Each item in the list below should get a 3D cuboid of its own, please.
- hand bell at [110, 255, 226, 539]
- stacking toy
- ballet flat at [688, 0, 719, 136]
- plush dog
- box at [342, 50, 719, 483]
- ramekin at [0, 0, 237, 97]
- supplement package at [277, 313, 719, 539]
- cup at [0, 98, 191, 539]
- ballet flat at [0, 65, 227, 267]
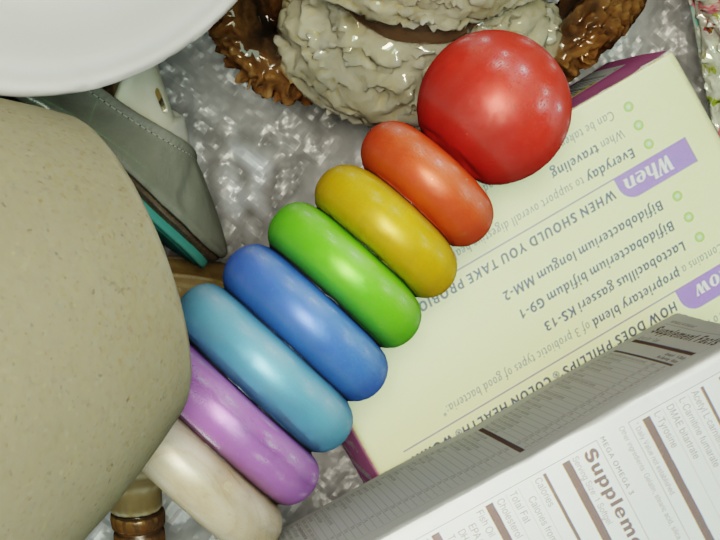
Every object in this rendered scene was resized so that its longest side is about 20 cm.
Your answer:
[{"bbox_3d":[-0.087,0.103,0.851,0.104,0.104,0.200,-5,106,-8],"label":"hand bell"},{"bbox_3d":[0.000,0.000,0.756,0.085,0.085,0.200,44,86,-8],"label":"stacking toy"},{"bbox_3d":[0.170,-0.068,0.847,0.076,0.064,0.200,-32,119,-16],"label":"ballet flat"},{"bbox_3d":[0.026,-0.120,0.805,0.200,0.172,0.161,3,49,3],"label":"plush dog"},{"bbox_3d":[0.082,0.044,0.855,0.176,0.097,0.200,-30,96,-6],"label":"box"},{"bbox_3d":[-0.117,-0.160,0.696,0.202,0.094,0.203,-10,108,-34],"label":"ramekin"},{"bbox_3d":[0.063,0.110,0.749,0.200,0.114,0.110,-28,95,-5],"label":"supplement package"},{"bbox_3d":[-0.136,0.023,0.659,0.143,0.200,0.200,-21,96,-23],"label":"cup"},{"bbox_3d":[-0.111,-0.075,0.802,0.200,0.067,0.064,36,85,-29],"label":"ballet flat"}]
